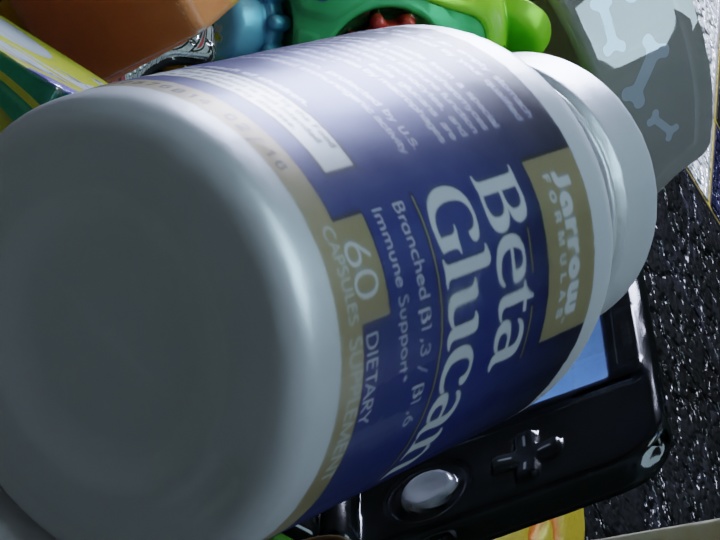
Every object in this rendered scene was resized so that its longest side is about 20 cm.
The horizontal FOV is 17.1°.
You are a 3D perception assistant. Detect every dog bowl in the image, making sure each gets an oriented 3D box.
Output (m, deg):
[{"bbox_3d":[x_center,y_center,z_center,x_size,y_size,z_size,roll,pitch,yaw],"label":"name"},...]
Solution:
[{"bbox_3d":[0.062,-0.091,1.064,0.058,0.200,0.201,-29,98,-36],"label":"dog bowl"}]

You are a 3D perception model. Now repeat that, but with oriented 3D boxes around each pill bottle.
[{"bbox_3d":[-0.003,-0.004,0.611,0.200,0.111,0.112,-20,88,-55],"label":"pill bottle"}]

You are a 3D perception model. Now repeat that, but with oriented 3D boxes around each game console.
[{"bbox_3d":[0.000,0.000,0.818,0.201,0.175,0.117,-89,154,-58],"label":"game console"}]

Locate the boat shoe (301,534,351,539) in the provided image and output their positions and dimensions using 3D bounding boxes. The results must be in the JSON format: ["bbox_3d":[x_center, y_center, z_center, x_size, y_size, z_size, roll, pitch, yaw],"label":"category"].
[{"bbox_3d":[-0.028,0.119,0.703,0.065,0.200,0.073,26,67,-24],"label":"boat shoe"}]

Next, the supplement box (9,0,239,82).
[{"bbox_3d":[-0.047,-0.137,0.820,0.067,0.069,0.200,58,35,-14],"label":"supplement box"}]

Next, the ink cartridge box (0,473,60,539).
[{"bbox_3d":[-0.128,0.036,0.608,0.199,0.068,0.117,29,34,-10],"label":"ink cartridge box"}]

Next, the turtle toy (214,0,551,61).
[{"bbox_3d":[0.011,-0.079,0.962,0.146,0.199,0.102,87,23,-59],"label":"turtle toy"}]

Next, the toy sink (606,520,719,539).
[{"bbox_3d":[0.096,0.165,0.797,0.200,0.111,0.131,70,12,-60],"label":"toy sink"}]

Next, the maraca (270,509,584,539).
[{"bbox_3d":[0.006,0.081,0.905,0.199,0.107,0.137,19,26,-36],"label":"maraca"}]

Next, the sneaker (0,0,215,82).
[{"bbox_3d":[-0.090,-0.088,0.861,0.082,0.078,0.201,36,42,-12],"label":"sneaker"}]

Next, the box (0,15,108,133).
[{"bbox_3d":[-0.135,-0.064,0.666,0.199,0.049,0.117,30,4,25],"label":"box"}]
